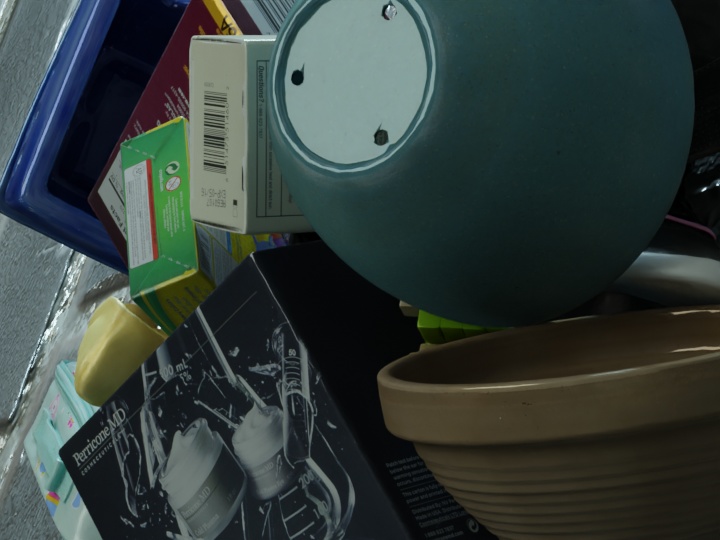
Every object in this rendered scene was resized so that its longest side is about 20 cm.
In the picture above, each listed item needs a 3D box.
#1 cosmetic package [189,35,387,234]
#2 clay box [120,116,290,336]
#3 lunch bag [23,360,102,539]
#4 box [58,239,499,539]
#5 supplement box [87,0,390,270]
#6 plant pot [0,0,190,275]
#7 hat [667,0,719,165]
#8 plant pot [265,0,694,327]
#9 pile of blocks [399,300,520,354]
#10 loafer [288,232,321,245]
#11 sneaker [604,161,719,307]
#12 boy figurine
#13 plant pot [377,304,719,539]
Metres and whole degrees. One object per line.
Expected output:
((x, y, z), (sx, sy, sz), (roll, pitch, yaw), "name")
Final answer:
((0.012, -0.076, 1.377), (0.073, 0.199, 0.104), (13, 103, 60), "cosmetic package")
((-0.065, 0.017, 1.459), (0.047, 0.200, 0.115), (-22, 48, 16), "clay box")
((-0.116, 0.126, 1.518), (0.077, 0.160, 0.200), (-61, 23, 6), "lunch bag")
((-0.034, 0.112, 1.325), (0.200, 0.104, 0.182), (-45, 66, 38), "box")
((-0.067, -0.081, 1.524), (0.086, 0.110, 0.200), (58, 138, 25), "supplement box")
((-0.129, -0.089, 1.735), (0.201, 0.200, 0.180), (-68, 18, -9), "plant pot")
((0.150, -0.131, 1.254), (0.200, 0.081, 0.201), (-20, 33, 14), "hat")
((0.034, -0.079, 1.179), (0.200, 0.135, 0.201), (-4, 82, 34), "plant pot")
((0.070, 0.070, 1.249), (0.082, 0.062, 0.200), (-20, 59, 6), "pile of blocks")
((0.000, 0.000, 1.465), (0.201, 0.068, 0.071), (-25, -58, -80), "loafer")
((0.141, -0.038, 1.264), (0.099, 0.071, 0.200), (-69, 19, -1), "sneaker")
((-0.107, 0.052, 1.518), (0.124, 0.200, 0.065), (37, 102, 31), "boy figurine")
((0.111, 0.075, 1.119), (0.201, 0.200, 0.093), (4, 102, 65), "plant pot")
